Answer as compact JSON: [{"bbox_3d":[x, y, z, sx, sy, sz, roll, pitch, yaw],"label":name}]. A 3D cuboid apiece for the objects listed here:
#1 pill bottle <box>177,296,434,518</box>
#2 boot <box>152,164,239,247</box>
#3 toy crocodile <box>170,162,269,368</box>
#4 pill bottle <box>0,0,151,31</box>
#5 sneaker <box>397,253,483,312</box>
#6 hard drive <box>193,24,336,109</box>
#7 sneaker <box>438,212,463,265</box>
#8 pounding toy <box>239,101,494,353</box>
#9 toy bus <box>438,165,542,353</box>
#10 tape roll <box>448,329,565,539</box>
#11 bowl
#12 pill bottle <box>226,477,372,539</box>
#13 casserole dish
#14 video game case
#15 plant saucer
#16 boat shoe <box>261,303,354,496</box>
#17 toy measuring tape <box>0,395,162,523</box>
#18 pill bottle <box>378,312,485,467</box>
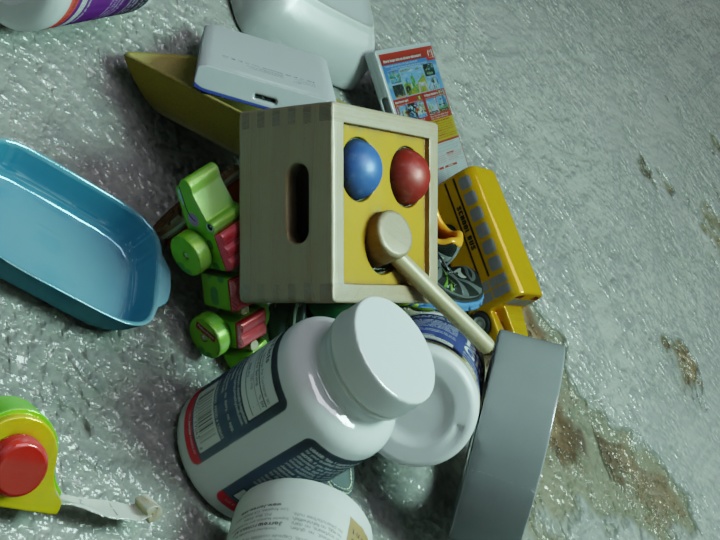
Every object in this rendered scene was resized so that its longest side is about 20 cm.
[{"bbox_3d":[-0.041,0.107,1.058,0.119,0.199,0.121,33,39,-32],"label":"pill bottle"},{"bbox_3d":[-0.108,-0.039,1.220,0.108,0.075,0.200,61,31,-2],"label":"boot"},{"bbox_3d":[-0.110,0.008,1.131,0.067,0.061,0.203,-31,119,-41],"label":"toy crocodile"},{"bbox_3d":[-0.249,-0.282,1.201,0.113,0.112,0.200,57,32,2],"label":"pill bottle"},{"bbox_3d":[0.065,-0.001,1.310,0.199,0.070,0.084,10,83,-56],"label":"sneaker"},{"bbox_3d":[-0.092,-0.190,1.280,0.130,0.026,0.200,15,19,-10],"label":"hard drive"},{"bbox_3d":[0.037,-0.081,1.440,0.201,0.077,0.078,53,34,-4],"label":"sneaker"},{"bbox_3d":[0.008,-0.030,1.131,0.183,0.141,0.203,2,87,-54],"label":"pounding toy"},{"bbox_3d":[0.145,-0.010,1.511,0.065,0.078,0.202,8,57,-55],"label":"toy bus"},{"bbox_3d":[0.136,0.160,1.251,0.065,0.202,0.201,14,37,6],"label":"tape roll"},{"bbox_3d":[-0.061,-0.322,1.523,0.198,0.074,0.202,19,49,-43],"label":"bowl"},{"bbox_3d":[-0.059,0.263,0.979,0.114,0.114,0.201,41,35,-22],"label":"pill bottle"},{"bbox_3d":[-0.238,-0.022,1.060,0.199,0.039,0.122,31,40,-33],"label":"casserole dish"},{"bbox_3d":[0.075,-0.165,1.571,0.143,0.017,0.203,-23,97,-57],"label":"video game case"},{"bbox_3d":[-0.099,-0.150,1.277,0.199,0.049,0.199,29,20,29],"label":"plant saucer"},{"bbox_3d":[-0.039,0.109,1.188,0.072,0.061,0.202,15,52,-49],"label":"boat shoe"},{"bbox_3d":[-0.213,0.129,0.925,0.199,0.073,0.074,19,48,-41],"label":"toy measuring tape"},{"bbox_3d":[0.061,0.101,1.250,0.112,0.111,0.200,54,12,-4],"label":"pill bottle"}]
